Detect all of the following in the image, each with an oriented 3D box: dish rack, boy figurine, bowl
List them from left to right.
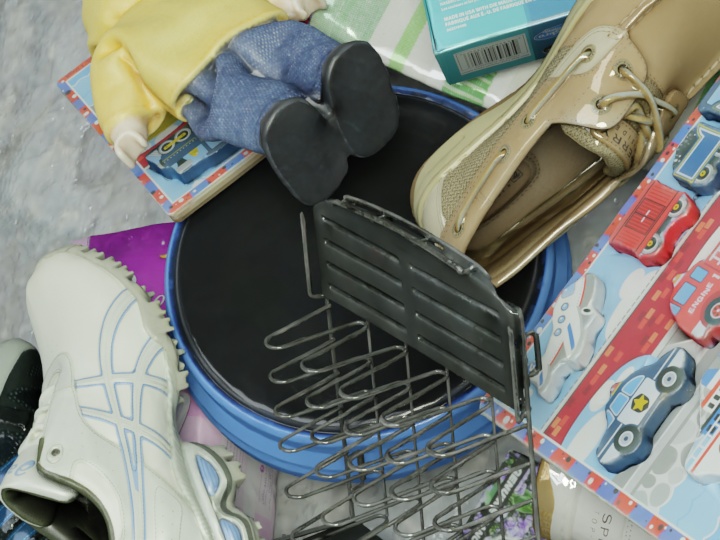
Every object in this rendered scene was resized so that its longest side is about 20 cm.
[{"bbox_3d":[-0.077,-0.096,0.834,0.124,0.065,0.199,-46,44,-18],"label":"boy figurine"},{"bbox_3d":[0.000,0.000,0.841,0.199,0.039,0.202,-5,63,10],"label":"bowl"},{"bbox_3d":[0.015,0.075,0.702,0.153,0.054,0.201,28,132,48],"label":"dish rack"}]

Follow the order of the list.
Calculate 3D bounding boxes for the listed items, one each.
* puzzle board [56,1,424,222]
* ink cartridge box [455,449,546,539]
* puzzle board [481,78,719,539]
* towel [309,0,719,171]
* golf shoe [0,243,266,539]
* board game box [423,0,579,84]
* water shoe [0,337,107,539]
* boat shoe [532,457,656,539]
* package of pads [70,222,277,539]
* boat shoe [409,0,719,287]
[{"bbox_3d":[-0.050,-0.124,0.901,0.200,0.017,0.151,-38,45,-7],"label":"puzzle board"},{"bbox_3d":[0.112,0.169,0.722,0.200,0.050,0.109,32,91,43],"label":"ink cartridge box"},{"bbox_3d":[0.143,0.000,0.659,0.201,0.017,0.151,-54,35,-3],"label":"puzzle board"},{"bbox_3d":[0.095,-0.141,0.831,0.199,0.023,0.153,26,83,14],"label":"towel"},{"bbox_3d":[-0.124,0.071,0.805,0.201,0.097,0.079,58,140,30],"label":"golf shoe"},{"bbox_3d":[0.086,-0.203,0.811,0.150,0.047,0.201,-15,75,7],"label":"board game box"},{"bbox_3d":[-0.148,0.127,0.847,0.078,0.072,0.201,-6,64,8],"label":"water shoe"},{"bbox_3d":[0.138,0.035,0.744,0.069,0.071,0.201,18,64,19],"label":"boat shoe"},{"bbox_3d":[-0.099,0.075,0.912,0.120,0.076,0.201,-9,65,32],"label":"package of pads"},{"bbox_3d":[0.107,-0.067,0.755,0.200,0.071,0.065,-46,33,19],"label":"boat shoe"}]
